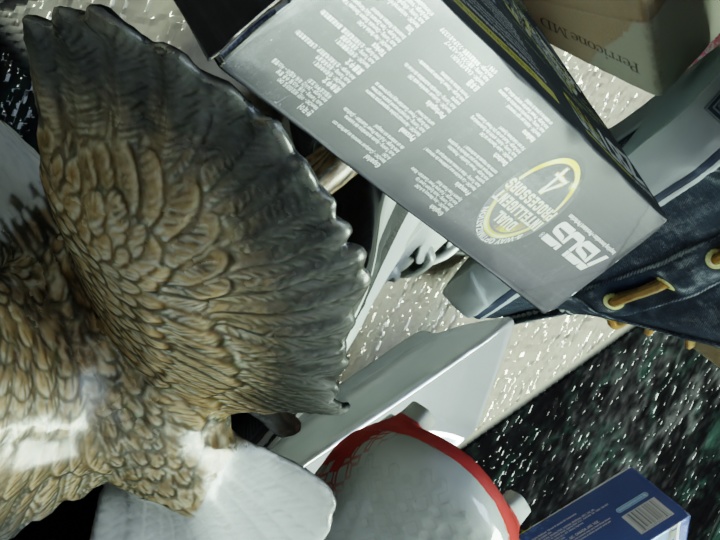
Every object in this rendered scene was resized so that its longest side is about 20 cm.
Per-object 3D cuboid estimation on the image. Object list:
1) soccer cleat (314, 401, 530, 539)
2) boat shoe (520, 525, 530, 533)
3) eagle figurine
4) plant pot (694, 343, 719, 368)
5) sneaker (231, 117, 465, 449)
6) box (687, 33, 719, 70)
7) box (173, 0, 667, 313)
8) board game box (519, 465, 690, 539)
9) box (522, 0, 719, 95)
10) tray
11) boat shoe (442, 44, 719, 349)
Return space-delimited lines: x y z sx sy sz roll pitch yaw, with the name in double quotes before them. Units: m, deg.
"soccer cleat" -0.011 0.105 0.707 0.085 0.069 0.200 -46 179 -30
"boat shoe" 0.034 0.113 0.907 0.200 0.074 0.074 2 115 -58
"eagle figurine" -0.074 0.010 0.587 0.200 0.150 0.153 -11 123 -80
"plant pot" 0.258 -0.010 1.035 0.176 0.200 0.201 -13 128 -37
"sneaker" 0.000 0.000 0.754 0.201 0.075 0.115 -58 148 -7
"box" 0.153 -0.155 0.822 0.094 0.102 0.201 3 115 -56
"box" -0.010 -0.087 0.576 0.049 0.162 0.200 -39 153 10
"board game box" 0.034 0.172 0.867 0.199 0.034 0.136 -27 137 -29
"box" 0.066 -0.154 0.700 0.078 0.095 0.200 -48 147 -18
"tray" -0.038 0.082 0.771 0.199 0.022 0.108 -34 162 -18
"boat shoe" 0.102 -0.001 0.800 0.071 0.091 0.200 -48 -174 -27
